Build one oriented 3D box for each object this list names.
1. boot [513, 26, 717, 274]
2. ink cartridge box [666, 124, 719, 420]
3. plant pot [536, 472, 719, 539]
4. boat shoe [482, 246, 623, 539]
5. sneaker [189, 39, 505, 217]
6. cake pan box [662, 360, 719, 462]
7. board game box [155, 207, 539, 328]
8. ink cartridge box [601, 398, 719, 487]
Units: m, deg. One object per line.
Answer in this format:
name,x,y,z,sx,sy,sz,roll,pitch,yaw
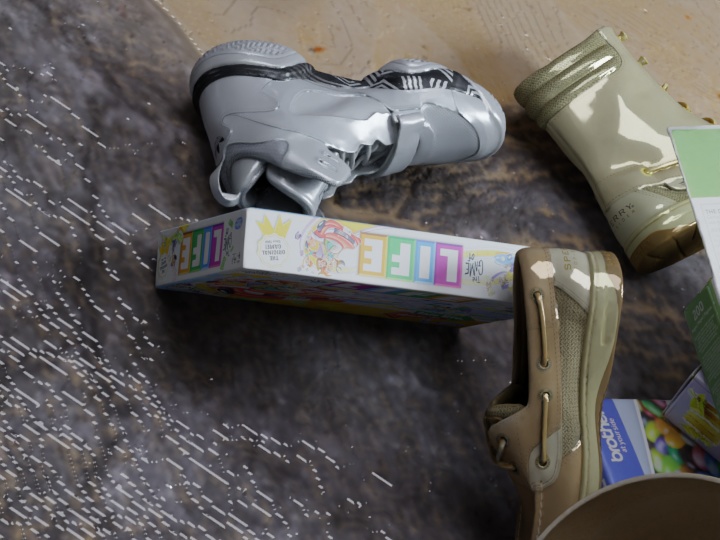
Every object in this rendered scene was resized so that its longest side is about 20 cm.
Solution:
boot,0.206,-0.095,1.939,0.199,0.073,0.156,-25,70,-36
ink cartridge box,0.260,0.010,1.754,0.145,0.048,0.201,-3,59,-23
plant pot,0.186,0.212,1.595,0.201,0.200,0.134,53,14,20
boat shoe,0.098,0.085,1.657,0.064,0.201,0.071,6,8,-11
sneaker,-0.005,-0.068,1.796,0.199,0.075,0.115,9,49,-17
cake pan box,0.304,0.075,1.791,0.184,0.052,0.200,40,51,4
board game box,0.000,0.000,1.695,0.199,0.134,0.034,8,81,-24
ink cartridge box,0.193,0.133,1.756,0.199,0.042,0.120,1,51,-27
